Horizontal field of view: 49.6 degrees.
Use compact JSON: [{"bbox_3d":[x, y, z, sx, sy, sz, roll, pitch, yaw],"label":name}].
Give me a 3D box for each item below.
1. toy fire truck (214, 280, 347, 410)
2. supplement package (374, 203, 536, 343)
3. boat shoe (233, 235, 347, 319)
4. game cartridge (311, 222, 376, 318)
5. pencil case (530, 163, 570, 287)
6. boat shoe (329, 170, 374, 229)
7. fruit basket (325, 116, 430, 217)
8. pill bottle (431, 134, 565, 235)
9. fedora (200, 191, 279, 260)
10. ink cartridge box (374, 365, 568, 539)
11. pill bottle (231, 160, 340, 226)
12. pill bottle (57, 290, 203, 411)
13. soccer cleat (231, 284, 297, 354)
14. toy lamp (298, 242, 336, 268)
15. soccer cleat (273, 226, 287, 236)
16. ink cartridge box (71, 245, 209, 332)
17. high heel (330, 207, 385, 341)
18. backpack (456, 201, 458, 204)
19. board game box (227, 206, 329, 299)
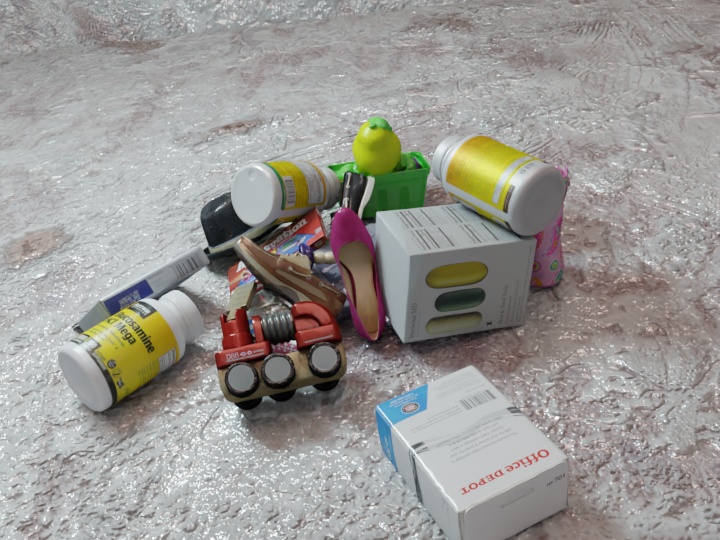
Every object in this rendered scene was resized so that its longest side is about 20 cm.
[{"bbox_3d":[-0.124,0.084,1.122,0.176,0.129,0.200,-13,69,-7],"label":"toy fire truck"},{"bbox_3d":[0.137,-0.003,1.194,0.200,0.152,0.151,-7,30,-16],"label":"supplement package"},{"bbox_3d":[-0.107,0.007,1.209,0.072,0.200,0.076,-53,10,-12],"label":"boat shoe"},{"bbox_3d":[0.000,0.000,1.311,0.200,0.041,0.133,-27,58,-26],"label":"game cartridge"},{"bbox_3d":[0.290,-0.074,1.252,0.087,0.200,0.087,-3,28,2],"label":"pencil case"},{"bbox_3d":[-0.026,-0.095,1.421,0.060,0.074,0.200,19,67,-6],"label":"boat shoe"},{"bbox_3d":[0.031,-0.212,1.530,0.215,0.216,0.156,-10,23,-3],"label":"fruit basket"},{"bbox_3d":[0.200,-0.136,1.169,0.109,0.109,0.200,-26,39,-27],"label":"pill bottle"},{"bbox_3d":[-0.235,-0.101,1.475,0.200,0.092,0.201,-23,18,8],"label":"fedora"},{"bbox_3d":[0.128,0.218,0.924,0.146,0.086,0.200,-20,34,-18],"label":"ink cartridge box"},{"bbox_3d":[-0.128,-0.143,1.414,0.113,0.113,0.200,16,18,34],"label":"pill bottle"},{"bbox_3d":[-0.340,0.113,1.177,0.112,0.113,0.200,19,40,37],"label":"pill bottle"},{"bbox_3d":[-0.129,0.079,1.209,0.200,0.086,0.070,16,39,34],"label":"soccer cleat"},{"bbox_3d":[0.001,-0.019,1.269,0.200,0.058,0.058,-2,30,-9],"label":"toy lamp"},{"bbox_3d":[-0.115,-0.021,1.394,0.077,0.069,0.200,-27,39,-23],"label":"soccer cleat"},{"bbox_3d":[-0.375,0.042,1.322,0.196,0.043,0.200,-35,3,-36],"label":"ink cartridge box"},{"bbox_3d":[0.002,0.006,1.180,0.067,0.200,0.096,-18,18,-3],"label":"high heel"},{"bbox_3d":[0.270,-0.137,1.429,0.182,0.135,0.200,2,30,15],"label":"backpack"},{"bbox_3d":[-0.147,-0.027,1.360,0.200,0.019,0.103,-34,33,10],"label":"board game box"}]
